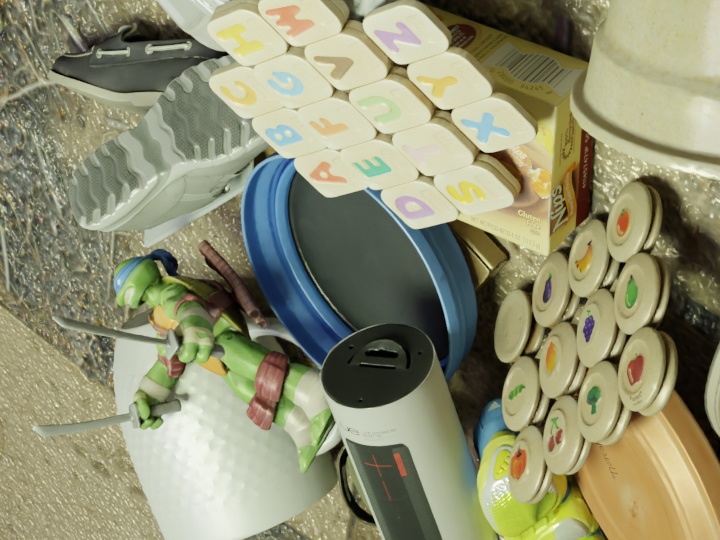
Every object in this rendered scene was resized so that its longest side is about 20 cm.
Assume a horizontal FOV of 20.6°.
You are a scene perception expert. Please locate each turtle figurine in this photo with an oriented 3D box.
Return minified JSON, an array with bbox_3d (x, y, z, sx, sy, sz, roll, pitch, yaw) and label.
[{"bbox_3d":[-0.118,0.086,1.412,0.194,0.200,0.144,29,121,5],"label":"turtle figurine"}]

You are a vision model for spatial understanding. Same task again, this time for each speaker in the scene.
[{"bbox_3d":[0.036,0.131,1.353,0.081,0.081,0.200,21,144,38],"label":"speaker"}]

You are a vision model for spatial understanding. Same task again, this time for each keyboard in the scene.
[{"bbox_3d":[-0.124,-0.066,1.497,0.200,0.011,0.056,-25,67,59],"label":"keyboard"}]

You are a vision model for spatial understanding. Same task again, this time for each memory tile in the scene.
[{"bbox_3d":[0.135,0.047,1.233,0.200,0.017,0.154,131,145,-54],"label":"memory tile"}]

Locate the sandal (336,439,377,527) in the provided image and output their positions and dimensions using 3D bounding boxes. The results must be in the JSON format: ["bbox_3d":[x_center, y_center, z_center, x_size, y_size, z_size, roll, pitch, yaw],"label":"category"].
[{"bbox_3d":[0.010,0.157,1.484,0.080,0.057,0.201,28,161,20],"label":"sandal"}]

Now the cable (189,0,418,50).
[{"bbox_3d":[-0.044,-0.218,1.155,0.200,0.069,0.200,36,136,13],"label":"cable"}]

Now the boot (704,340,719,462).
[{"bbox_3d":[0.279,0.109,1.152,0.150,0.073,0.200,28,141,34],"label":"boot"}]

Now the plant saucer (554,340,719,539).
[{"bbox_3d":[0.178,0.133,1.266,0.201,0.032,0.200,57,163,28],"label":"plant saucer"}]

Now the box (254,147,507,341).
[{"bbox_3d":[0.000,-0.039,1.400,0.200,0.021,0.164,48,146,8],"label":"box"}]

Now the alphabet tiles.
[{"bbox_3d":[0.003,-0.096,1.182,0.195,0.015,0.200,-12,134,48],"label":"alphabet tiles"}]

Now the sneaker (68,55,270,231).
[{"bbox_3d":[-0.111,-0.088,1.390,0.200,0.082,0.075,-26,69,29],"label":"sneaker"}]

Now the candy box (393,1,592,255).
[{"bbox_3d":[0.048,-0.100,1.245,0.200,0.055,0.116,25,135,27],"label":"candy box"}]

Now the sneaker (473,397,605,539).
[{"bbox_3d":[0.128,0.159,1.392,0.200,0.076,0.105,66,-169,-49],"label":"sneaker"}]

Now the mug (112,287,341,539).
[{"bbox_3d":[-0.095,0.103,1.541,0.200,0.148,0.176,-16,100,32],"label":"mug"}]

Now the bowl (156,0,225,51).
[{"bbox_3d":[-0.104,-0.247,1.303,0.200,0.075,0.200,52,144,2],"label":"bowl"}]

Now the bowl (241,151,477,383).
[{"bbox_3d":[0.000,0.000,1.378,0.200,0.039,0.201,32,141,31],"label":"bowl"}]

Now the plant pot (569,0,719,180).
[{"bbox_3d":[0.203,-0.161,0.934,0.200,0.200,0.184,21,122,38],"label":"plant pot"}]

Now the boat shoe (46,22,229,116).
[{"bbox_3d":[-0.162,-0.150,1.484,0.200,0.073,0.063,15,87,49],"label":"boat shoe"}]
